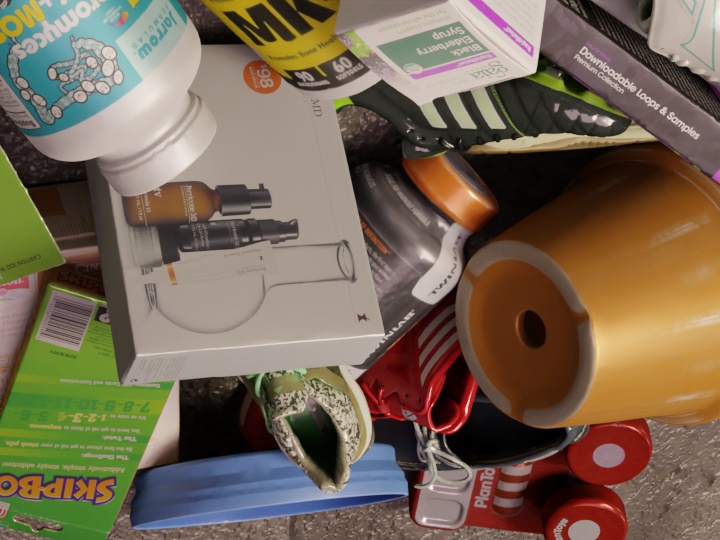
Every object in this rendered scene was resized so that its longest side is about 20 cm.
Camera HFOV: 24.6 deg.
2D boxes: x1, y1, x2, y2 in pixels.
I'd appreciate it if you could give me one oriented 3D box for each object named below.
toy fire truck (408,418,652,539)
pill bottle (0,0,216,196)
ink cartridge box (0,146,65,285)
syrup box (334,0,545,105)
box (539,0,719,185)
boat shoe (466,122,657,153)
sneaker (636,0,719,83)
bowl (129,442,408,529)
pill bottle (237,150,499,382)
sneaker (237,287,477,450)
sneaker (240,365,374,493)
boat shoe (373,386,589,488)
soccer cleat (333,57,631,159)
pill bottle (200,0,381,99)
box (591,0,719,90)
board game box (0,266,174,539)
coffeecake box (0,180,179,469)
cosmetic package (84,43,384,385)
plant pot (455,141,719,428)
[{"bbox_3d":[0.129,0.130,1.284,0.167,0.112,0.201,6,126,-4],"label":"toy fire truck"},{"bbox_3d":[-0.158,-0.136,0.875,0.111,0.111,0.200,-33,119,5],"label":"pill bottle"},{"bbox_3d":[-0.276,-0.049,0.905,0.147,0.076,0.200,-18,116,18],"label":"ink cartridge box"},{"bbox_3d":[0.054,-0.199,0.900,0.079,0.201,0.081,-11,147,39],"label":"syrup box"},{"bbox_3d":[0.158,-0.132,1.006,0.200,0.143,0.036,35,111,-19],"label":"box"},{"bbox_3d":[0.149,-0.118,1.100,0.200,0.072,0.066,-9,105,-21],"label":"boat shoe"},{"bbox_3d":[0.202,-0.144,0.942,0.080,0.071,0.200,-28,128,12],"label":"sneaker"},{"bbox_3d":[-0.066,0.154,1.181,0.200,0.040,0.201,-6,169,-1],"label":"bowl"},{"bbox_3d":[0.000,0.000,1.109,0.200,0.106,0.106,-44,131,15],"label":"pill bottle"},{"bbox_3d":[0.002,0.087,1.175,0.200,0.116,0.078,-43,131,14],"label":"sneaker"},{"bbox_3d":[-0.048,0.055,1.024,0.077,0.089,0.200,-30,110,5],"label":"sneaker"},{"bbox_3d":[0.074,0.118,1.212,0.199,0.062,0.075,-6,107,27],"label":"boat shoe"},{"bbox_3d":[0.069,-0.104,1.031,0.199,0.068,0.081,15,109,9],"label":"soccer cleat"},{"bbox_3d":[-0.054,-0.195,0.919,0.114,0.114,0.200,-40,132,12],"label":"pill bottle"},{"bbox_3d":[0.178,-0.207,1.003,0.200,0.125,0.098,25,114,-37],"label":"box"},{"bbox_3d":[-0.180,0.093,1.046,0.095,0.030,0.200,17,119,-15],"label":"board game box"},{"bbox_3d":[-0.200,0.045,1.081,0.153,0.073,0.201,-8,130,-17],"label":"coffeecake box"},{"bbox_3d":[-0.080,-0.038,0.981,0.150,0.201,0.052,-4,157,-23],"label":"cosmetic package"},{"bbox_3d":[0.170,0.021,1.102,0.183,0.200,0.201,-17,136,-38],"label":"plant pot"}]
